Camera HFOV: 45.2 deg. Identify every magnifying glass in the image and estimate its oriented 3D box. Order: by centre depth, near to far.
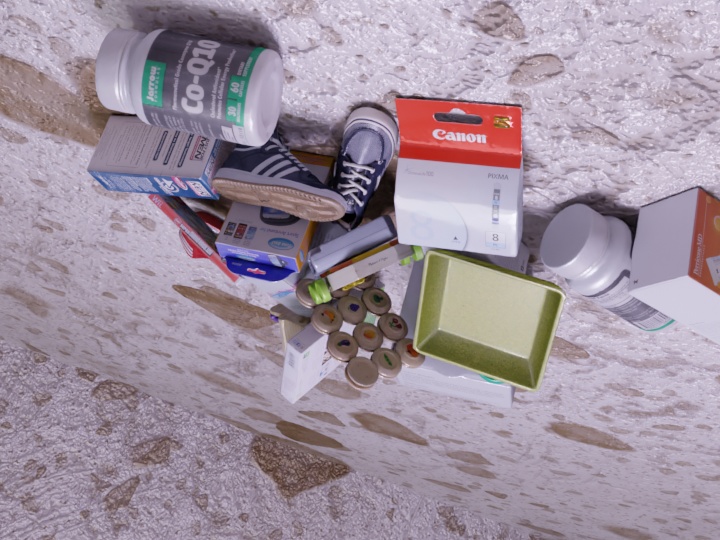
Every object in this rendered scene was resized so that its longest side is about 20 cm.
[{"bbox_3d":[0.209,0.074,1.324,0.079,0.202,0.022,-1,160,8],"label":"magnifying glass"}]

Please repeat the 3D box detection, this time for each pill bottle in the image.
[{"bbox_3d":[-0.200,-0.220,1.023,0.198,0.114,0.113,12,157,8],"label":"pill bottle"},{"bbox_3d":[0.347,-0.004,1.166,0.199,0.114,0.113,28,155,-25],"label":"pill bottle"}]

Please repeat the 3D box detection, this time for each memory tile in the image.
[{"bbox_3d":[0.000,0.079,1.312,0.153,0.201,0.017,-17,153,-36],"label":"memory tile"}]

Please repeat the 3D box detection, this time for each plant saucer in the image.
[{"bbox_3d":[0.184,0.062,1.238,0.199,0.048,0.201,18,132,15],"label":"plant saucer"}]

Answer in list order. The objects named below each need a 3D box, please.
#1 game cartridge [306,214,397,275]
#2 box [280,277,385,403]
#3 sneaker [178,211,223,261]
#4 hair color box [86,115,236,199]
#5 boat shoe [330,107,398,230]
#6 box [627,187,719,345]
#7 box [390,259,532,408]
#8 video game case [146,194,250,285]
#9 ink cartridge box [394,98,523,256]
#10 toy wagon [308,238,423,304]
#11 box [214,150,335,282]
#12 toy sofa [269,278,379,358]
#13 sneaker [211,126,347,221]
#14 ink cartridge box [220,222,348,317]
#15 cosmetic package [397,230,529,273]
[{"bbox_3d":[-0.012,-0.036,1.244,0.132,0.042,0.200,-21,180,-4],"label":"game cartridge"},{"bbox_3d":[-0.045,0.110,1.392,0.036,0.200,0.145,39,143,21],"label":"box"},{"bbox_3d":[-0.240,-0.035,1.573,0.200,0.079,0.115,38,160,-18],"label":"sneaker"},{"bbox_3d":[-0.284,-0.164,1.246,0.198,0.101,0.061,6,156,23],"label":"hair color box"},{"bbox_3d":[0.000,-0.127,1.146,0.074,0.093,0.200,16,158,2],"label":"boat shoe"},{"bbox_3d":[0.451,0.004,1.098,0.199,0.125,0.097,26,155,-23],"label":"box"},{"bbox_3d":[0.168,0.096,1.405,0.197,0.201,0.131,11,159,15],"label":"box"},{"bbox_3d":[-0.252,-0.053,1.405,0.200,0.017,0.143,44,-177,1],"label":"video game case"},{"bbox_3d":[0.120,-0.112,1.073,0.159,0.047,0.201,8,135,18],"label":"ink cartridge box"},{"bbox_3d":[0.000,0.000,1.236,0.154,0.040,0.200,-24,180,-12],"label":"toy wagon"},{"bbox_3d":[-0.118,-0.080,1.195,0.118,0.201,0.042,11,147,13],"label":"box"},{"bbox_3d":[-0.059,0.077,1.508,0.097,0.199,0.083,19,128,38],"label":"toy sofa"},{"bbox_3d":[-0.095,-0.137,1.156,0.199,0.109,0.070,14,154,23],"label":"sneaker"},{"bbox_3d":[-0.108,-0.031,1.370,0.082,0.147,0.200,-2,151,38],"label":"ink cartridge box"},{"bbox_3d":[0.154,-0.043,1.261,0.101,0.072,0.200,-4,150,39],"label":"cosmetic package"}]
